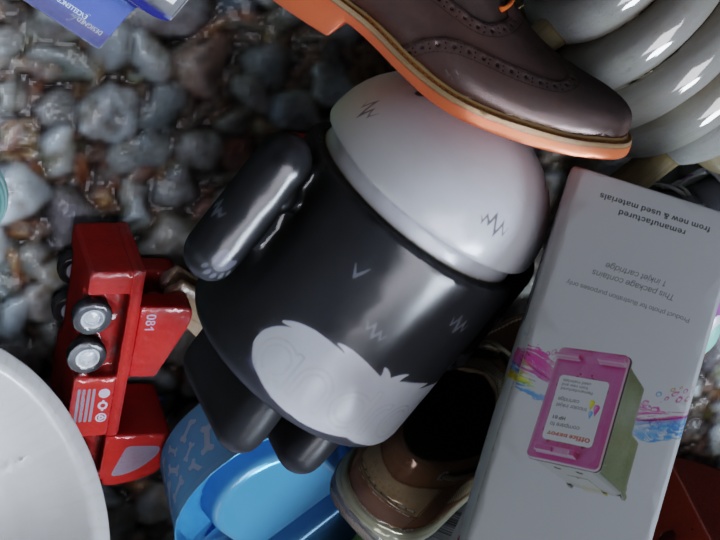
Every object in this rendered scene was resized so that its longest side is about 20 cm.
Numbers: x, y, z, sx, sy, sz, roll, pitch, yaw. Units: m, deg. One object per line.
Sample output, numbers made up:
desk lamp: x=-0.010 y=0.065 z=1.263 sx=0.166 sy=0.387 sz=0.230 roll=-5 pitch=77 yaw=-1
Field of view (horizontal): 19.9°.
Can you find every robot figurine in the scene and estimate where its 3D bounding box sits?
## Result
robot figurine: x=0.000 y=-0.001 z=0.969 sx=0.125 sy=0.150 sz=0.200 roll=42 pitch=109 yaw=8

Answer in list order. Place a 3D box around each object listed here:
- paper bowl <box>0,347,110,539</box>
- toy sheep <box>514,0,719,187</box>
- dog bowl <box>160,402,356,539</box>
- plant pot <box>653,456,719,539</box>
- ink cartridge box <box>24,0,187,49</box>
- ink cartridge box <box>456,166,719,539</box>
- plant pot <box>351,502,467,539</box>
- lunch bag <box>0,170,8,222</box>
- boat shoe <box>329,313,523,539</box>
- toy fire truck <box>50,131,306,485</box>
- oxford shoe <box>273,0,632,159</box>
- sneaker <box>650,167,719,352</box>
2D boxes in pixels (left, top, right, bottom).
paper bowl: x=-0.225 y=0.136 z=0.994 sx=0.104 sy=0.202 sz=0.200 roll=-17 pitch=138 yaw=37
toy sheep: x=0.136 y=-0.119 z=0.979 sx=0.138 sy=0.138 sz=0.200 roll=-40 pitch=121 yaw=12
dog bowl: x=-0.038 y=0.122 z=1.121 sx=0.111 sy=0.050 sz=0.200 roll=-36 pitch=146 yaw=6
plant pot: x=0.201 y=0.233 z=1.233 sx=0.200 sy=0.200 sz=0.176 roll=-42 pitch=119 yaw=14
ink cartridge box: x=-0.082 y=-0.180 z=0.864 sx=0.099 sy=0.039 sz=0.200 roll=30 pitch=113 yaw=-35
ink cartridge box: x=0.103 y=0.073 z=0.958 sx=0.084 sy=0.145 sz=0.202 roll=18 pitch=79 yaw=5
plant pot: x=0.034 y=0.219 z=1.119 sx=0.185 sy=0.188 sz=0.201 roll=2 pitch=122 yaw=-20
lunch bag: x=-0.266 y=-0.039 z=0.938 sx=0.199 sy=0.077 sz=0.161 roll=-31 pitch=128 yaw=6
boat shoe: x=0.063 y=0.074 z=1.076 sx=0.076 sy=0.200 sz=0.072 roll=40 pitch=131 yaw=7
toy fire truck: x=-0.088 y=0.025 z=1.065 sx=0.140 sy=0.049 sz=0.201 roll=-1 pitch=126 yaw=-21
oxford shoe: x=0.042 y=-0.116 z=0.898 sx=0.199 sy=0.071 sz=0.073 roll=30 pitch=109 yaw=-5
sneaker: x=0.181 y=-0.029 z=1.078 sx=0.200 sy=0.078 sz=0.139 roll=-50 pitch=143 yaw=18
